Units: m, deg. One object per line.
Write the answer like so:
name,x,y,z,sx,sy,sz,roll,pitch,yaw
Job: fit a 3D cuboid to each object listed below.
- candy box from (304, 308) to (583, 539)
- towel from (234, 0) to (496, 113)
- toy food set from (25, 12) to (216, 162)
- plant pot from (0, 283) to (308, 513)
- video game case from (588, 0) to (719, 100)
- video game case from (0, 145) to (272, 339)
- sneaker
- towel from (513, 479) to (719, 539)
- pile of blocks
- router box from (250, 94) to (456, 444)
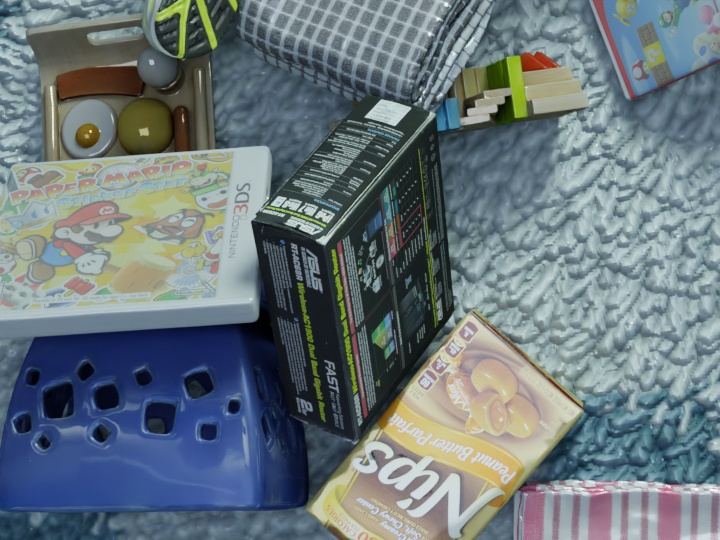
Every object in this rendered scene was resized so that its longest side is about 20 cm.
candy box,0.065,0.142,1.214,0.115,0.055,0.200,40,96,5
towel,0.019,-0.225,1.161,0.165,0.086,0.201,24,84,25
toy food set,-0.187,-0.099,1.225,0.142,0.060,0.201,-6,76,8
plant pot,-0.147,0.088,1.176,0.198,0.200,0.181,-1,84,9
video game case,0.250,-0.225,1.144,0.199,0.017,0.144,-22,88,43
video game case,-0.166,-0.023,1.119,0.198,0.183,0.023,-4,129,4
sneaker,-0.110,-0.253,1.183,0.075,0.076,0.201,36,80,-31
towel,0.216,0.236,1.208,0.198,0.030,0.148,0,92,8
pile of blocks,0.069,-0.136,1.194,0.199,0.082,0.063,-9,90,9
router box,0.000,0.000,1.125,0.062,0.150,0.201,18,139,26
